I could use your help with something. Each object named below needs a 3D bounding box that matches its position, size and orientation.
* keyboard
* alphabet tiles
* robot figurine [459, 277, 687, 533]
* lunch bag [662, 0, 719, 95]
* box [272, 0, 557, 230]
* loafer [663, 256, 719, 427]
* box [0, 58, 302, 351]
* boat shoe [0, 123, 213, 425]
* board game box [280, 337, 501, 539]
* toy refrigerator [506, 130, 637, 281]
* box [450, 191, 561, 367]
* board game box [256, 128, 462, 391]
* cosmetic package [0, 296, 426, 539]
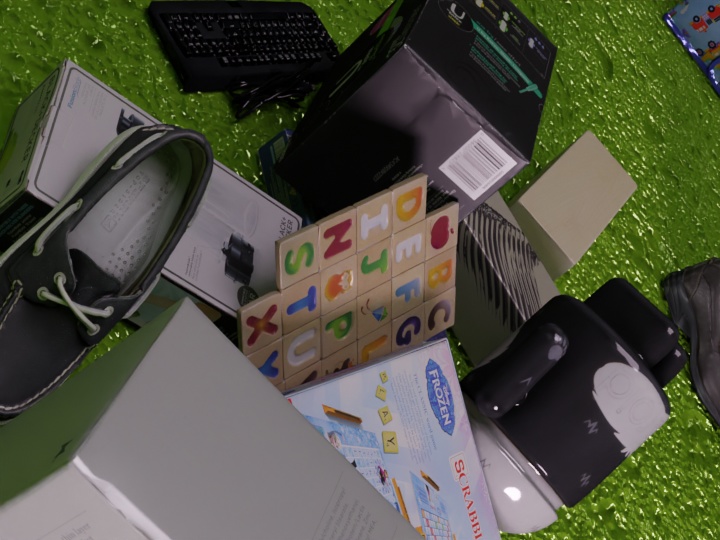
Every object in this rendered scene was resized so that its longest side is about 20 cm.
[{"bbox_3d":[-0.072,-0.176,1.076,0.200,0.040,0.105,-17,76,-53],"label":"keyboard"},{"bbox_3d":[-0.003,0.031,0.905,0.199,0.006,0.167,-27,129,-38],"label":"alphabet tiles"},{"bbox_3d":[0.141,0.098,0.995,0.150,0.200,0.125,49,-3,-18],"label":"robot figurine"},{"bbox_3d":[0.516,-0.294,1.765,0.201,0.150,0.094,57,36,0],"label":"lunch bag"},{"bbox_3d":[0.047,-0.123,1.020,0.124,0.148,0.200,41,32,-14],"label":"box"},{"bbox_3d":[0.372,0.080,1.380,0.073,0.072,0.201,5,61,-49],"label":"loafer"},{"bbox_3d":[-0.135,-0.029,0.873,0.200,0.060,0.117,33,42,-30],"label":"box"},{"bbox_3d":[-0.153,-0.002,0.760,0.075,0.060,0.201,37,72,-28],"label":"boat shoe"},{"bbox_3d":[0.010,0.162,0.868,0.199,0.041,0.201,-14,89,-49],"label":"board game box"},{"bbox_3d":[0.181,-0.053,1.260,0.076,0.070,0.200,48,35,-1],"label":"toy refrigerator"},{"bbox_3d":[0.115,0.025,1.120,0.201,0.068,0.082,58,35,1],"label":"box"},{"bbox_3d":[0.000,0.000,1.030,0.135,0.034,0.201,14,54,-45],"label":"board game box"},{"bbox_3d":[-0.098,0.154,0.659,0.200,0.199,0.123,46,37,-16],"label":"cosmetic package"}]
